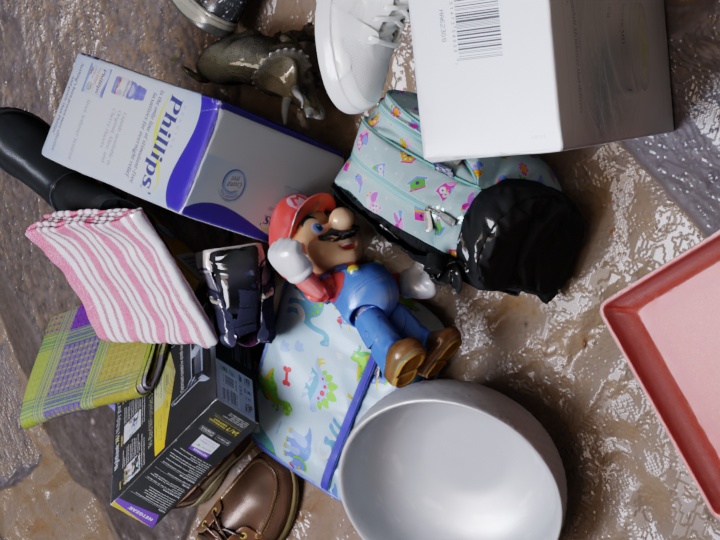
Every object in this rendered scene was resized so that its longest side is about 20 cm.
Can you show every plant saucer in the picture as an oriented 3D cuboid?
[{"bbox_3d":[0.314,0.066,1.215,0.200,0.037,0.200,-36,78,35],"label":"plant saucer"}]

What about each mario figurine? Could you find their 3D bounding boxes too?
[{"bbox_3d":[0.000,0.000,1.326,0.106,0.123,0.200,-44,68,0],"label":"mario figurine"}]

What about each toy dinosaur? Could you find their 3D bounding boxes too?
[{"bbox_3d":[-0.100,-0.194,1.434,0.200,0.102,0.077,19,109,32],"label":"toy dinosaur"}]

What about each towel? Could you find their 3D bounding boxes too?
[{"bbox_3d":[-0.259,0.082,1.556,0.200,0.023,0.144,-18,46,37],"label":"towel"},{"bbox_3d":[-0.220,0.011,1.428,0.200,0.030,0.146,0,126,52],"label":"towel"}]

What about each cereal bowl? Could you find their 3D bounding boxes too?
[{"bbox_3d":[0.086,0.176,1.355,0.200,0.083,0.200,8,121,14],"label":"cereal bowl"}]

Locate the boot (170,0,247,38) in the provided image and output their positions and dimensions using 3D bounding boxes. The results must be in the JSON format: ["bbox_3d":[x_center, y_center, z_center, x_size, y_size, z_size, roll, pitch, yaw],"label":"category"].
[{"bbox_3d":[-0.145,-0.336,1.468,0.154,0.073,0.204,-50,63,24],"label":"boot"}]

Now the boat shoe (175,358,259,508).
[{"bbox_3d":[-0.158,0.170,1.561,0.072,0.072,0.200,48,122,20],"label":"boat shoe"}]

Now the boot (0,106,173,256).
[{"bbox_3d":[-0.279,-0.077,1.506,0.066,0.165,0.200,-50,34,-1],"label":"boot"}]

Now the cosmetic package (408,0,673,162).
[{"bbox_3d":[0.141,-0.193,1.193,0.123,0.200,0.199,-2,98,34],"label":"cosmetic package"}]

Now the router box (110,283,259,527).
[{"bbox_3d":[-0.169,0.122,1.482,0.157,0.052,0.200,-45,28,21],"label":"router box"}]

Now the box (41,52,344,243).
[{"bbox_3d":[-0.150,-0.105,1.416,0.200,0.184,0.105,23,93,38],"label":"box"}]

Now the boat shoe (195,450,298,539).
[{"bbox_3d":[-0.125,0.264,1.557,0.072,0.068,0.200,42,120,23],"label":"boat shoe"}]

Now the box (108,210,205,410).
[{"bbox_3d":[-0.230,0.052,1.616,0.119,0.041,0.200,41,122,24],"label":"box"}]

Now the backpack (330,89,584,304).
[{"bbox_3d":[0.078,-0.065,1.307,0.200,0.167,0.127,35,101,34],"label":"backpack"}]

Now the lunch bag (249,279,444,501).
[{"bbox_3d":[-0.015,0.102,1.440,0.161,0.082,0.200,35,118,24],"label":"lunch bag"}]

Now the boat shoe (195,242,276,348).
[{"bbox_3d":[-0.113,0.024,1.439,0.075,0.200,0.093,-8,91,-1],"label":"boat shoe"}]

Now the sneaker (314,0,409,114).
[{"bbox_3d":[0.030,-0.228,1.269,0.116,0.074,0.200,5,93,37],"label":"sneaker"}]
